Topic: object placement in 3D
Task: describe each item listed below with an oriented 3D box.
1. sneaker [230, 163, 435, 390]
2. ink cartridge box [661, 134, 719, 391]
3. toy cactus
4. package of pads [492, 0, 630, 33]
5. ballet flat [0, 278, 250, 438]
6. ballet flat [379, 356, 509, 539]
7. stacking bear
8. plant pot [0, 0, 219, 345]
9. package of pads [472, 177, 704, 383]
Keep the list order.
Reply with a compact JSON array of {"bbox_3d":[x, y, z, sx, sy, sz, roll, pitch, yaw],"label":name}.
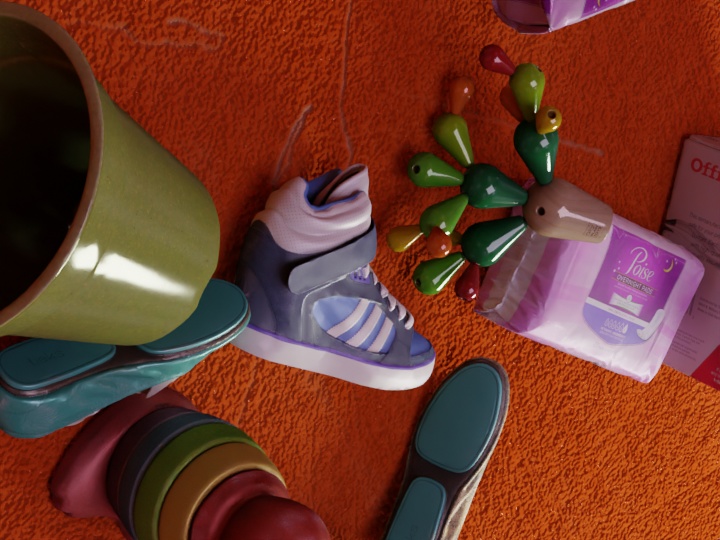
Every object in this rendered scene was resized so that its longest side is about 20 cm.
[{"bbox_3d":[0.000,0.000,1.372,0.199,0.080,0.147,13,105,-40],"label":"sneaker"},{"bbox_3d":[0.334,-0.002,1.635,0.083,0.145,0.201,-3,111,-41],"label":"ink cartridge box"},{"bbox_3d":[0.115,-0.058,1.419,0.164,0.102,0.201,16,104,-18],"label":"toy cactus"},{"bbox_3d":[0.186,-0.261,1.414,0.199,0.075,0.121,-24,123,-33],"label":"package of pads"},{"bbox_3d":[-0.165,0.060,1.272,0.199,0.067,0.071,-20,146,-35],"label":"ballet flat"},{"bbox_3d":[0.070,0.163,1.536,0.070,0.071,0.201,17,96,-46],"label":"ballet flat"},{"bbox_3d":[-0.097,0.166,1.276,0.121,0.200,0.114,34,86,-46],"label":"stacking bear"},{"bbox_3d":[-0.183,-0.033,1.134,0.201,0.199,0.190,-62,149,0],"label":"plant pot"},{"bbox_3d":[0.189,0.010,1.557,0.199,0.076,0.121,21,96,-46],"label":"package of pads"}]
